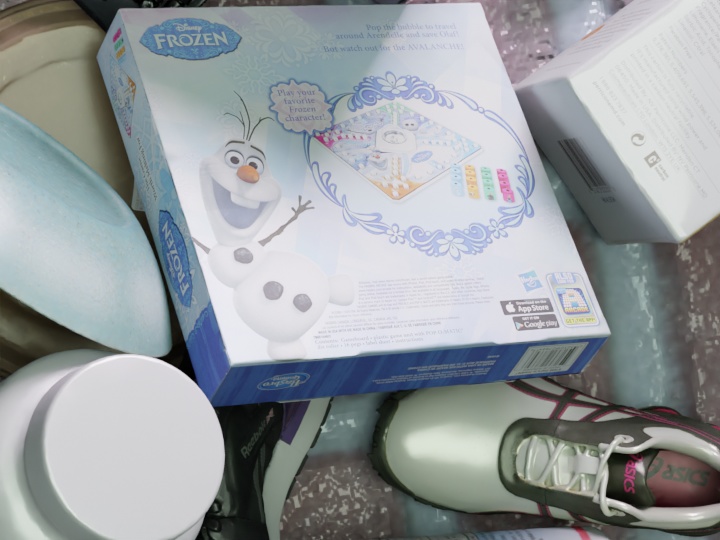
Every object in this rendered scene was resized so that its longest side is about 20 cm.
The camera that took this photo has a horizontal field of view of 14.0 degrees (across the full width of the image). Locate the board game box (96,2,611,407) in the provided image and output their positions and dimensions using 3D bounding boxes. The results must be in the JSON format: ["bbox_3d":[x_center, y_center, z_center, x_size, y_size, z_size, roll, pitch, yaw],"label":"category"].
[{"bbox_3d":[-0.005,-0.036,1.388,0.199,0.043,0.200,-3,59,-27],"label":"board game box"}]

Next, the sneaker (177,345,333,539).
[{"bbox_3d":[-0.078,0.098,1.386,0.088,0.075,0.201,55,37,-42],"label":"sneaker"}]

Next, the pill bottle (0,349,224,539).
[{"bbox_3d":[-0.133,0.098,1.308,0.112,0.200,0.113,6,75,-23],"label":"pill bottle"}]

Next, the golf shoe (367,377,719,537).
[{"bbox_3d":[0.106,0.090,1.460,0.199,0.088,0.078,7,90,-9],"label":"golf shoe"}]

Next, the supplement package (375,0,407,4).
[{"bbox_3d":[-0.008,-0.216,1.383,0.155,0.200,0.111,29,84,-8],"label":"supplement package"}]

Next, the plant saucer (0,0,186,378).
[{"bbox_3d":[-0.134,-0.038,1.446,0.199,0.029,0.201,0,89,-11],"label":"plant saucer"}]

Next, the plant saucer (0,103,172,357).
[{"bbox_3d":[-0.156,-0.037,1.323,0.201,0.201,0.039,35,99,-8],"label":"plant saucer"}]

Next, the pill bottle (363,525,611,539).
[{"bbox_3d":[0.028,0.184,1.433,0.199,0.109,0.109,-3,90,-10],"label":"pill bottle"}]

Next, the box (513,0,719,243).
[{"bbox_3d":[0.191,-0.109,1.451,0.200,0.124,0.098,-36,96,-8],"label":"box"}]

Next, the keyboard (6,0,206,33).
[{"bbox_3d":[-0.161,-0.184,1.411,0.200,0.040,0.104,44,98,6],"label":"keyboard"}]
